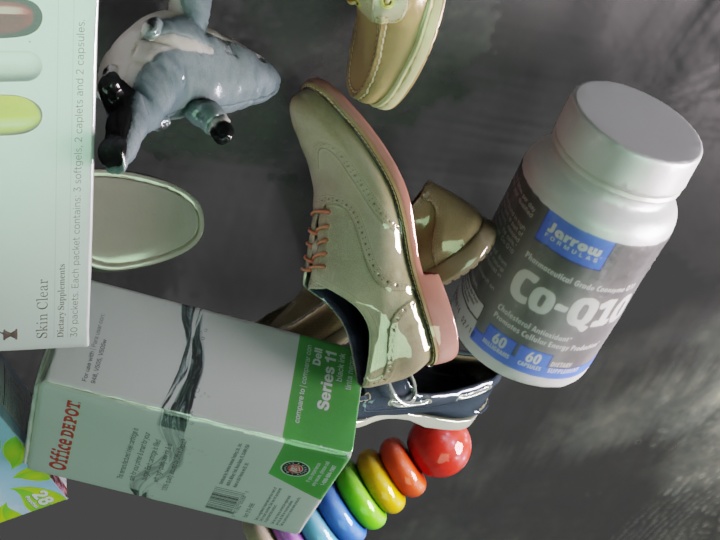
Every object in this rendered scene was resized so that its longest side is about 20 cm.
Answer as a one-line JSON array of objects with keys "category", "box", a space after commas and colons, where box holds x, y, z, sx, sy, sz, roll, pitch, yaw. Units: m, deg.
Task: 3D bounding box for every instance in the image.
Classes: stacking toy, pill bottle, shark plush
[{"category": "stacking toy", "box": [0.002, 0.182, 1.081, 0.200, 0.085, 0.085, -34, 135, 3]}, {"category": "pill bottle", "box": [0.149, -0.024, 0.901, 0.114, 0.114, 0.200, 5, 130, -24]}, {"category": "shark plush", "box": [-0.094, -0.103, 0.700, 0.083, 0.200, 0.091, 39, 103, -8]}]

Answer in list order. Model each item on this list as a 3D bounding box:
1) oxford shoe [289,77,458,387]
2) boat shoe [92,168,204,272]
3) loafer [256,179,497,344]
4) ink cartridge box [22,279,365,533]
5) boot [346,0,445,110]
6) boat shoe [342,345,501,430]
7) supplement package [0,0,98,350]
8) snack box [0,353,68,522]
[{"category": "oxford shoe", "box": [-0.006, -0.022, 0.812, 0.074, 0.200, 0.071, -25, -178, -18]}, {"category": "boat shoe", "box": [-0.202, -0.029, 0.821, 0.200, 0.057, 0.067, -7, 98, -19]}, {"category": "loafer", "box": [0.000, 0.000, 0.906, 0.200, 0.076, 0.068, -31, 101, 20]}, {"category": "ink cartridge box", "box": [-0.114, 0.094, 0.863, 0.200, 0.083, 0.147, 15, 146, -10]}, {"category": "boot", "box": [-0.026, -0.183, 0.715, 0.155, 0.073, 0.200, -1, 130, -20]}, {"category": "boat shoe", "box": [0.023, 0.082, 0.985, 0.200, 0.075, 0.062, 12, 129, -31]}, {"category": "supplement package", "box": [-0.200, -0.081, 0.668, 0.111, 0.156, 0.200, -2, 122, -17]}, {"category": "snack box", "box": [-0.320, 0.109, 0.890, 0.168, 0.068, 0.200, -19, 136, 2]}]
